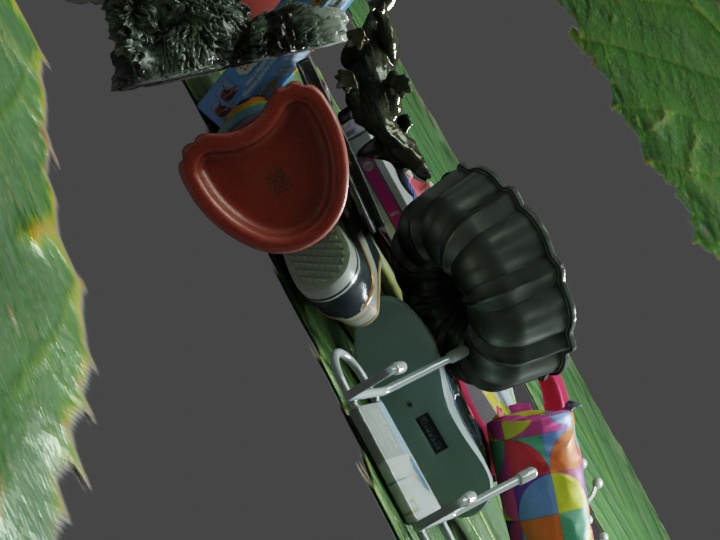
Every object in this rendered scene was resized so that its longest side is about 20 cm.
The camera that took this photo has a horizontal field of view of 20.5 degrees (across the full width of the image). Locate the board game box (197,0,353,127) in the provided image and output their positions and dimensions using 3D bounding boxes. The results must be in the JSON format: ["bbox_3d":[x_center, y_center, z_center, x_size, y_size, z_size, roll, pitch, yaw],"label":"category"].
[{"bbox_3d":[-0.055,-0.211,1.723,0.037,0.200,0.151,39,9,1],"label":"board game box"}]

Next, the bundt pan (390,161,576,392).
[{"bbox_3d":[0.095,0.016,1.695,0.202,0.075,0.203,45,-31,36],"label":"bundt pan"}]

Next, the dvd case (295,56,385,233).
[{"bbox_3d":[-0.016,-0.102,1.676,0.200,0.016,0.150,-99,165,-89],"label":"dvd case"}]

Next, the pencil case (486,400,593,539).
[{"bbox_3d":[0.162,0.214,1.723,0.088,0.087,0.202,12,69,-78],"label":"pencil case"}]

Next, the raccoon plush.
[{"bbox_3d":[-0.118,-0.208,1.415,0.097,0.198,0.136,-174,-108,-80],"label":"raccoon plush"}]

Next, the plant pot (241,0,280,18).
[{"bbox_3d":[-0.136,-0.349,1.821,0.177,0.200,0.201,34,24,-48],"label":"plant pot"}]

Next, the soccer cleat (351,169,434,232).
[{"bbox_3d":[-0.016,-0.090,1.950,0.199,0.077,0.067,29,34,-14],"label":"soccer cleat"}]

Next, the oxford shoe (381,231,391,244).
[{"bbox_3d":[0.010,-0.068,2.026,0.201,0.072,0.071,56,9,-17],"label":"oxford shoe"}]

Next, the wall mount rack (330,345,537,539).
[{"bbox_3d":[0.061,0.134,1.577,0.201,0.074,0.174,62,18,9],"label":"wall mount rack"}]

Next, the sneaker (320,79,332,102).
[{"bbox_3d":[-0.049,-0.094,1.826,0.201,0.080,0.087,-89,154,-54],"label":"sneaker"}]

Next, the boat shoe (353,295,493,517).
[{"bbox_3d":[0.053,0.112,1.698,0.091,0.070,0.202,-62,127,-82],"label":"boat shoe"}]

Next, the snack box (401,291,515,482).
[{"bbox_3d":[0.080,0.087,1.918,0.201,0.067,0.169,57,10,-20],"label":"snack box"}]

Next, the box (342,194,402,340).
[{"bbox_3d":[0.000,0.000,1.818,0.076,0.050,0.200,56,10,-21],"label":"box"}]

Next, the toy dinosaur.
[{"bbox_3d":[0.010,-0.170,1.683,0.102,0.076,0.202,97,-17,-71],"label":"toy dinosaur"}]

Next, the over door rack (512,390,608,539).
[{"bbox_3d":[0.221,0.214,2.296,0.148,0.066,0.201,48,14,-56],"label":"over door rack"}]

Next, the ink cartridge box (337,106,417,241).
[{"bbox_3d":[0.038,-0.056,1.851,0.201,0.037,0.095,58,10,-19],"label":"ink cartridge box"}]

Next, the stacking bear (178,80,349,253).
[{"bbox_3d":[-0.070,-0.085,1.539,0.114,0.121,0.200,59,1,-12],"label":"stacking bear"}]

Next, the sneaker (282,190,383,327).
[{"bbox_3d":[-0.035,-0.033,1.646,0.079,0.078,0.201,50,17,-44],"label":"sneaker"}]

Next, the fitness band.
[{"bbox_3d":[0.134,0.122,1.834,0.199,0.037,0.145,21,56,-52],"label":"fitness band"}]
